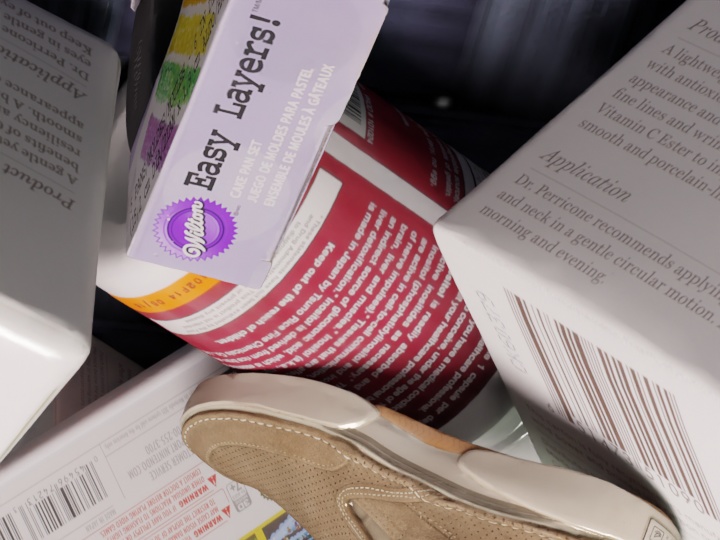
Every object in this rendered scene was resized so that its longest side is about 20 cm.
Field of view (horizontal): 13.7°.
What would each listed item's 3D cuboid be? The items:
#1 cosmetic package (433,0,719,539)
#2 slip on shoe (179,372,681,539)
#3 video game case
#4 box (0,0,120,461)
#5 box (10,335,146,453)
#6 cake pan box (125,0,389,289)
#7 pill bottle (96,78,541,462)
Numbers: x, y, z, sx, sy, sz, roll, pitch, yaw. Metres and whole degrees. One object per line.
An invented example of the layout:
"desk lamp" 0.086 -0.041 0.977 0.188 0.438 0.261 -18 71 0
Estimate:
"cosmetic package" 0.167 0.006 1.033 0.200 0.165 0.165 -40 133 -15
"slip on shoe" 0.014 0.089 1.046 0.199 0.061 0.076 17 161 27
"video game case" -0.057 0.128 1.124 0.023 0.200 0.183 -14 104 50
"box" -0.216 -0.005 1.017 0.199 0.172 0.200 27 124 -20
"box" -0.090 0.129 1.215 0.124 0.098 0.200 -38 125 25
"cake pan box" -0.025 -0.122 0.935 0.052 0.185 0.200 14 130 -13
"pill bottle" 0.000 0.000 1.096 0.200 0.113 0.113 34 121 -31
